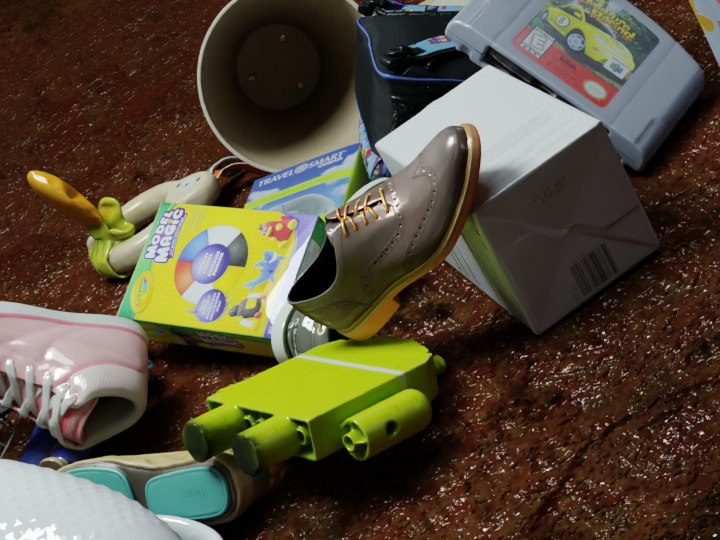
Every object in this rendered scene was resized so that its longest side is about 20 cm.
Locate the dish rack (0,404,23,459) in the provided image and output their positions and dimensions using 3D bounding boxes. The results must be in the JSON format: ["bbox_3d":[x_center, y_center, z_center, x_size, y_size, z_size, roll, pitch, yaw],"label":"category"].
[{"bbox_3d":[-0.336,0.149,1.407,0.153,0.054,0.201,-29,28,44],"label":"dish rack"}]

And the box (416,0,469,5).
[{"bbox_3d":[0.126,-0.234,1.627,0.198,0.096,0.078,-24,26,9],"label":"box"}]

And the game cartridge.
[{"bbox_3d":[0.184,-0.181,1.395,0.133,0.199,0.041,-48,-10,-38],"label":"game cartridge"}]

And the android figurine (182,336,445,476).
[{"bbox_3d":[-0.025,0.094,1.211,0.199,0.042,0.181,-22,18,-39],"label":"android figurine"}]

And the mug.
[{"bbox_3d":[-0.177,0.208,1.128,0.174,0.150,0.199,7,14,37],"label":"mug"}]

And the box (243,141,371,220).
[{"bbox_3d":[-0.052,-0.043,1.526,0.121,0.048,0.201,-18,30,21],"label":"box"}]

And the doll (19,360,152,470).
[{"bbox_3d":[-0.239,0.113,1.437,0.135,0.049,0.201,-13,32,29],"label":"doll"}]

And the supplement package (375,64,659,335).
[{"bbox_3d":[0.118,-0.060,1.300,0.121,0.120,0.200,-35,27,-6],"label":"supplement package"}]

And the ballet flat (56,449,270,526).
[{"bbox_3d":[-0.151,0.168,1.259,0.198,0.069,0.063,-7,6,34],"label":"ballet flat"}]

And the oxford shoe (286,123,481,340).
[{"bbox_3d":[0.018,-0.030,1.212,0.201,0.072,0.072,-55,32,29],"label":"oxford shoe"}]

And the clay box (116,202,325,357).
[{"bbox_3d":[-0.124,0.006,1.428,0.198,0.048,0.116,6,66,32],"label":"clay box"}]

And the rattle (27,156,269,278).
[{"bbox_3d":[-0.211,-0.097,1.684,0.199,0.143,0.130,-36,8,1],"label":"rattle"}]

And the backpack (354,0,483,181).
[{"bbox_3d":[0.099,-0.160,1.478,0.197,0.136,0.183,-2,27,-8],"label":"backpack"}]

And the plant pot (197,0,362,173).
[{"bbox_3d":[-0.077,-0.204,1.710,0.186,0.189,0.200,-30,13,-1],"label":"plant pot"}]

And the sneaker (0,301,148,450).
[{"bbox_3d":[-0.262,0.087,1.338,0.198,0.076,0.105,3,42,-18],"label":"sneaker"}]

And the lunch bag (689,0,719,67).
[{"bbox_3d":[0.362,-0.246,1.326,0.199,0.170,0.127,-37,24,-8],"label":"lunch bag"}]

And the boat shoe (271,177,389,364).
[{"bbox_3d":[0.001,0.002,1.368,0.060,0.072,0.202,-1,44,41],"label":"boat shoe"}]
